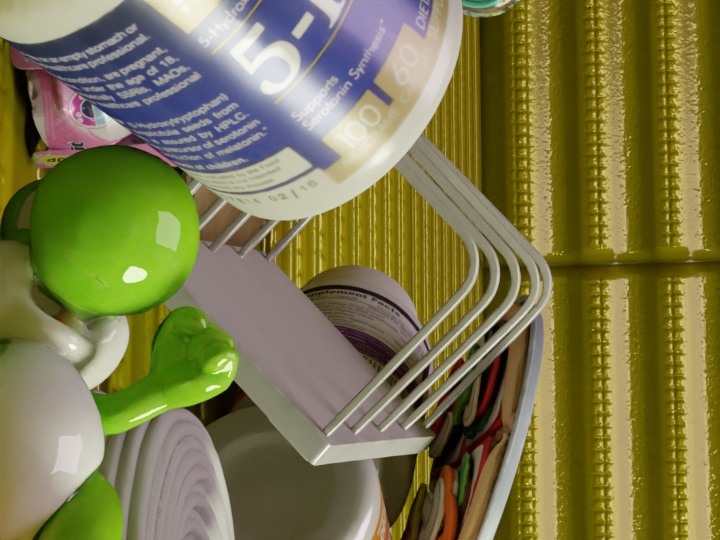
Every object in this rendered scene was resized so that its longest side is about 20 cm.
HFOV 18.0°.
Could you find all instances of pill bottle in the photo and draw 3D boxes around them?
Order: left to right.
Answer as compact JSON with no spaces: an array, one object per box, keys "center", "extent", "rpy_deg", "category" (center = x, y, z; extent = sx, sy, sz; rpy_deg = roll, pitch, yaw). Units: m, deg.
[{"center":[-0.068,-0.113,0.765],"extent":[0.200,0.119,0.120],"rpy_deg":[35,46,-41],"category":"pill bottle"},{"center":[-0.033,0.167,1.186],"extent":[0.201,0.111,0.113],"rpy_deg":[77,14,-53],"category":"pill bottle"},{"center":[-0.015,0.073,1.335],"extent":[0.200,0.111,0.112],"rpy_deg":[-73,160,-66],"category":"pill bottle"}]

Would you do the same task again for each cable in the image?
[{"center":[-0.094,0.147,0.909],"extent":[0.200,0.069,0.202],"rpy_deg":[57,32,-75],"category":"cable"}]

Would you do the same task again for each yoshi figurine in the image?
[{"center":[-0.101,0.030,0.767],"extent":[0.201,0.111,0.113],"rpy_deg":[-88,165,-45],"category":"yoshi figurine"}]

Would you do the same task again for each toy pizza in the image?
[{"center":[0.052,0.107,1.242],"extent":[0.200,0.032,0.201],"rpy_deg":[-161,-90,-85],"category":"toy pizza"}]

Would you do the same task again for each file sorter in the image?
[{"center":[0.000,0.000,1.106],"extent":[0.139,0.125,0.200],"rpy_deg":[47,9,13],"category":"file sorter"}]

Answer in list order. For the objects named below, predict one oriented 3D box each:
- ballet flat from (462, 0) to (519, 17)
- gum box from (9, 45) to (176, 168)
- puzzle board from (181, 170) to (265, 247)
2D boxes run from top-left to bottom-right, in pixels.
[{"center":[0.006,-0.193,0.968],"extent":[0.200,0.074,0.074],"rpy_deg":[51,11,-2],"category":"ballet flat"},{"center":[-0.070,-0.117,0.967],"extent":[0.201,0.113,0.066],"rpy_deg":[-81,166,-55],"category":"gum box"},{"center":[-0.048,-0.091,1.147],"extent":[0.151,0.017,0.201],"rpy_deg":[-51,161,-36],"category":"puzzle board"}]
